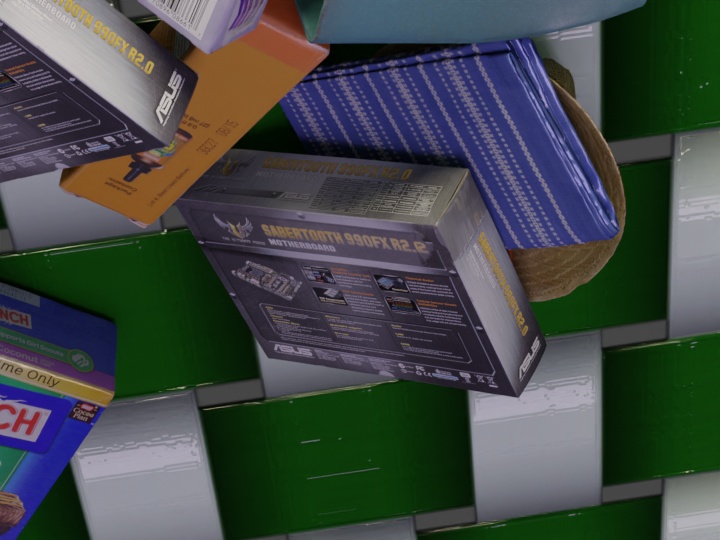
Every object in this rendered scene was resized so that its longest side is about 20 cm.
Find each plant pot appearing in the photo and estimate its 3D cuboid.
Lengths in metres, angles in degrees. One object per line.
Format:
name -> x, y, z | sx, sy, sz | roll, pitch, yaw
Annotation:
plant pot -> 0.068, -0.213, 1.107 | 0.199, 0.142, 0.142 | 2, 132, -20

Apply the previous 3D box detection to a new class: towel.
towel -> 0.049, -0.071, 1.214 | 0.199, 0.024, 0.145 | -3, 127, 45

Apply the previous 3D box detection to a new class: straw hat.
straw hat -> 0.092, -0.083, 1.249 | 0.200, 0.085, 0.202 | 24, 139, 22

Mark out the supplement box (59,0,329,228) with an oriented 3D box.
supplement box -> -0.097, -0.107, 1.191 | 0.066, 0.069, 0.200 | 25, 135, -27

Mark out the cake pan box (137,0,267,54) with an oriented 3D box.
cake pan box -> -0.102, -0.236, 1.037 | 0.200, 0.052, 0.185 | 37, 128, 13

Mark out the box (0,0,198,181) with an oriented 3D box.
box -> -0.211, -0.116, 1.127 | 0.158, 0.049, 0.199 | 37, 151, -33

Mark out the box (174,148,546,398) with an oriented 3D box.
box -> 0.000, 0.000, 1.273 | 0.199, 0.048, 0.159 | 6, 141, 34

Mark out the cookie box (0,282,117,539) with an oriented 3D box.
cookie box -> -0.280, 0.097, 1.365 | 0.170, 0.075, 0.200 | 21, 125, -24
